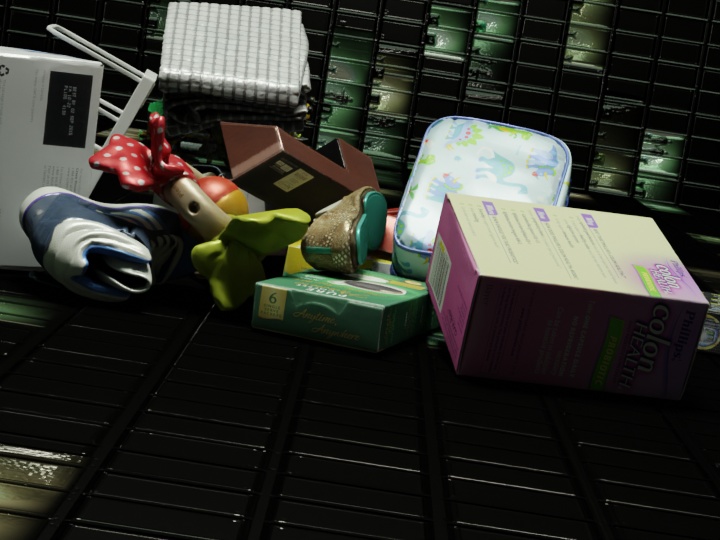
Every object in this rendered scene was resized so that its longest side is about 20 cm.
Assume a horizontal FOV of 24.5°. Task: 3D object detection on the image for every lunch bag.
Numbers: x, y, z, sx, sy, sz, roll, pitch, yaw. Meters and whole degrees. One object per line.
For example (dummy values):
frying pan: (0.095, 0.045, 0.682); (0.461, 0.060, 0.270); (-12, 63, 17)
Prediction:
lunch bag: (0.123, -0.055, 1.628); (0.161, 0.082, 0.200); (10, 49, 10)

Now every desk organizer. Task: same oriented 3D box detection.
desk organizer: (-0.058, -0.107, 1.760); (0.072, 0.077, 0.200); (-28, -31, 24)

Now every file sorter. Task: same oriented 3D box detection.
file sorter: (-0.312, -0.144, 1.716); (0.124, 0.200, 0.139); (30, 5, -10)

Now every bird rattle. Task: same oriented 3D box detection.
bird rattle: (-0.147, -0.054, 1.505); (0.200, 0.113, 0.163); (36, 2, 7)

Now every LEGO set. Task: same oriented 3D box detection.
LEGO set: (-0.157, -0.153, 1.927); (0.200, 0.116, 0.154); (3, 37, -6)

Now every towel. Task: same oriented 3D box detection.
towel: (-0.142, -0.223, 1.856); (0.165, 0.086, 0.200); (5, 35, -7)

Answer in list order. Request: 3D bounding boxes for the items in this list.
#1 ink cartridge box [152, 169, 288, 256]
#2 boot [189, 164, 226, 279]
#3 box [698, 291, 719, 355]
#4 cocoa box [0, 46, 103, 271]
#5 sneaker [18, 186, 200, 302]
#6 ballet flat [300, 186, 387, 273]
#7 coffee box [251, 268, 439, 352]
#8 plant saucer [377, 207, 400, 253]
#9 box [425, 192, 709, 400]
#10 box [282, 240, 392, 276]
ink cartridge box: (-0.121, -0.066, 1.903); (0.200, 0.084, 0.145); (4, 8, -30)
boot: (-0.153, -0.051, 1.660); (0.075, 0.097, 0.200); (-26, 13, -14)
box: (0.392, 0.059, 1.735); (0.200, 0.044, 0.160); (11, 8, 11)
cocoa box: (-0.332, -0.109, 1.563); (0.133, 0.200, 0.131); (4, 9, -28)
sneaker: (-0.202, -0.005, 1.490); (0.200, 0.081, 0.146); (16, 18, -38)
ballet flat: (-0.018, -0.041, 1.581); (0.065, 0.071, 0.200); (-1, 8, 9)
coffee box: (-0.007, 0.031, 1.494); (0.123, 0.044, 0.200); (11, 8, 16)
plant saucer: (0.103, -0.028, 1.745); (0.199, 0.037, 0.200); (17, 9, 15)
box: (0.173, 0.020, 1.439); (0.200, 0.097, 0.176); (6, 24, -11)
box: (0.000, 0.000, 1.713); (0.200, 0.048, 0.117); (12, 8, 4)
